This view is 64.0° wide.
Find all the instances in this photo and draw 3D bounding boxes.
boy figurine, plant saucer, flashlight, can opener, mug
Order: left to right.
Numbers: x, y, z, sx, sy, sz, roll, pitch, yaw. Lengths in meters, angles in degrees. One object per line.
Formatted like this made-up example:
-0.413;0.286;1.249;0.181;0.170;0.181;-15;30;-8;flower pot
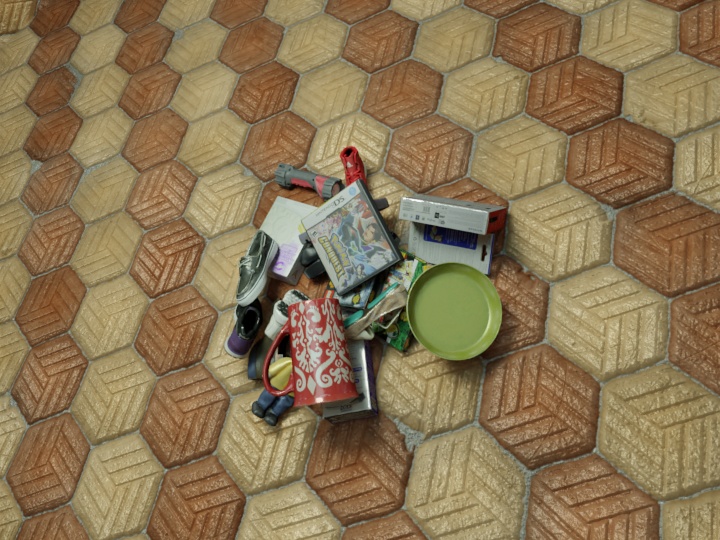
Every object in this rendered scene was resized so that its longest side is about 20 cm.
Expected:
-0.150;0.245;1.265;0.124;0.064;0.200;39;96;-10;boy figurine
-0.139;-0.229;1.527;0.199;0.068;0.068;16;69;30;flashlight
-0.100;0.165;1.152;0.133;0.176;0.202;-24;71;56;mug
-0.064;-0.061;1.390;0.199;0.063;0.079;-37;95;12;can opener
0.190;0.084;1.183;0.198;0.031;0.202;1;77;-5;plant saucer

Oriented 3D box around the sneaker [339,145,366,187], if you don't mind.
-0.020;-0.225;1.450;0.078;0.116;0.201;-19;60;9;sneaker

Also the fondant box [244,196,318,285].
-0.189;-0.078;1.470;0.143;0.058;0.201;18;73;25;fondant box

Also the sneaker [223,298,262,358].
-0.255;0.111;1.346;0.088;0.075;0.201;-56;19;30;sneaker

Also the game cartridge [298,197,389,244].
-0.039;-0.120;1.374;0.199;0.130;0.039;-23;95;28;game cartridge

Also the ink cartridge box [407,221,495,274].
0.205;-0.057;1.307;0.198;0.037;0.096;13;110;26;ink cartridge box

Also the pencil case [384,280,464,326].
0.147;0.056;1.275;0.089;0.078;0.200;-45;59;-7;pencil case

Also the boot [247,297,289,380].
-0.219;0.164;1.350;0.096;0.075;0.202;-10;64;11;boot

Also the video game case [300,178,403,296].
-0.023;-0.071;1.283;0.180;0.025;0.201;-31;82;28;video game case

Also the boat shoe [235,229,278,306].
-0.260;-0.009;1.363;0.072;0.071;0.201;-16;44;32;boat shoe

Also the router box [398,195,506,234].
0.210;-0.129;1.290;0.198;0.179;0.049;13;104;24;router box

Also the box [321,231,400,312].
0.000;0.000;1.356;0.136;0.040;0.201;5;65;40;box

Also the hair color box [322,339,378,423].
-0.029;0.222;1.263;0.108;0.065;0.202;-13;60;12;hair color box

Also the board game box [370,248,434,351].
0.089;0.064;1.259;0.104;0.023;0.202;28;109;33;board game box

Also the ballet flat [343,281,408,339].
0.023;0.106;1.229;0.199;0.068;0.067;-36;97;13;ballet flat

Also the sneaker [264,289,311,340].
-0.160;0.100;1.309;0.075;0.200;0.081;35;107;7;sneaker
